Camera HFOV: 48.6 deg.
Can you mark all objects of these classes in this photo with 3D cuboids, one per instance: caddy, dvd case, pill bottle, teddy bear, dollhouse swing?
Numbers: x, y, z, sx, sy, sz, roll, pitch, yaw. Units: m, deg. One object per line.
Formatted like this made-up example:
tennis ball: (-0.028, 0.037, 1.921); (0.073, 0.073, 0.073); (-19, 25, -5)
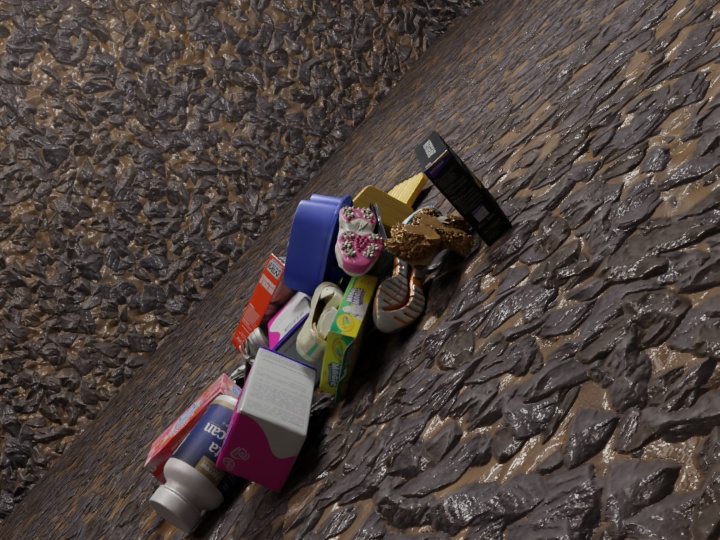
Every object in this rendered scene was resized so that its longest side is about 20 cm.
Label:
caddy: (-0.063, -0.042, 1.431); (0.141, 0.104, 0.203); (-46, -30, -69)
dvd case: (0.000, 0.000, 1.394); (0.149, 0.016, 0.202); (-103, 30, -61)
pill bottle: (-0.244, 0.311, 1.281); (0.111, 0.111, 0.201); (-25, 25, 55)
teddy bear: (0.112, -0.051, 1.292); (0.200, 0.143, 0.068); (-73, -8, -69)
dollhouse swing: (0.022, -0.161, 1.784); (0.199, 0.180, 0.178); (-20, 48, 61)

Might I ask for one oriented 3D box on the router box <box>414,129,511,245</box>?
router box: (0.162, -0.139, 1.294); (0.052, 0.157, 0.200); (-41, 13, 12)

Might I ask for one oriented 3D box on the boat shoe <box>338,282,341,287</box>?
boat shoe: (-0.036, 0.023, 1.601); (0.074, 0.066, 0.201); (-49, 16, 20)

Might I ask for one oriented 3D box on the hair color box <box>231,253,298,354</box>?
hair color box: (-0.161, 0.076, 1.571); (0.064, 0.110, 0.202); (39, 109, 43)

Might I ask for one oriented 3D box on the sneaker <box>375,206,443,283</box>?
sneaker: (0.063, -0.032, 1.443); (0.200, 0.080, 0.130); (-50, 16, -23)

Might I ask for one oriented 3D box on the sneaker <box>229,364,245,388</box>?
sneaker: (-0.271, 0.269, 1.581); (0.200, 0.067, 0.090); (-46, 11, -14)

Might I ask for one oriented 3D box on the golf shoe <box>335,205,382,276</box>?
golf shoe: (-0.007, -0.030, 1.299); (0.201, 0.074, 0.093); (-87, 9, -62)

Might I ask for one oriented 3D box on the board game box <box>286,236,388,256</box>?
board game box: (-0.043, -0.049, 1.612); (0.136, 0.197, 0.029); (-81, 0, -67)

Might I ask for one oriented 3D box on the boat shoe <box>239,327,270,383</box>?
boat shoe: (-0.190, 0.170, 1.480); (0.064, 0.075, 0.202); (-32, -17, -18)

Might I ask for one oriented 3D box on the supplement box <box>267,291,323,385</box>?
supplement box: (-0.098, 0.118, 1.432); (0.101, 0.103, 0.200); (-45, 15, 3)

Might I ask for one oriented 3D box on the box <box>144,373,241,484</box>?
box: (-0.284, 0.301, 1.451); (0.200, 0.103, 0.095); (-45, 13, 6)

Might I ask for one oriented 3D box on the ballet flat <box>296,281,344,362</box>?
ballet flat: (-0.050, 0.072, 1.299); (0.062, 0.067, 0.201); (-46, 15, 34)

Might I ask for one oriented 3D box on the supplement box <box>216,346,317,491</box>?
supplement box: (-0.133, 0.213, 1.174); (0.200, 0.102, 0.102); (-91, 25, -70)

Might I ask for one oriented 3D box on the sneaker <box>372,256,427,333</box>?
sneaker: (0.057, 0.046, 1.269); (0.077, 0.078, 0.200); (-52, 4, 32)

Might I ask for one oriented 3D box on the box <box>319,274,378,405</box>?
box: (-0.020, 0.104, 1.242); (0.201, 0.048, 0.119); (-70, -8, -58)
